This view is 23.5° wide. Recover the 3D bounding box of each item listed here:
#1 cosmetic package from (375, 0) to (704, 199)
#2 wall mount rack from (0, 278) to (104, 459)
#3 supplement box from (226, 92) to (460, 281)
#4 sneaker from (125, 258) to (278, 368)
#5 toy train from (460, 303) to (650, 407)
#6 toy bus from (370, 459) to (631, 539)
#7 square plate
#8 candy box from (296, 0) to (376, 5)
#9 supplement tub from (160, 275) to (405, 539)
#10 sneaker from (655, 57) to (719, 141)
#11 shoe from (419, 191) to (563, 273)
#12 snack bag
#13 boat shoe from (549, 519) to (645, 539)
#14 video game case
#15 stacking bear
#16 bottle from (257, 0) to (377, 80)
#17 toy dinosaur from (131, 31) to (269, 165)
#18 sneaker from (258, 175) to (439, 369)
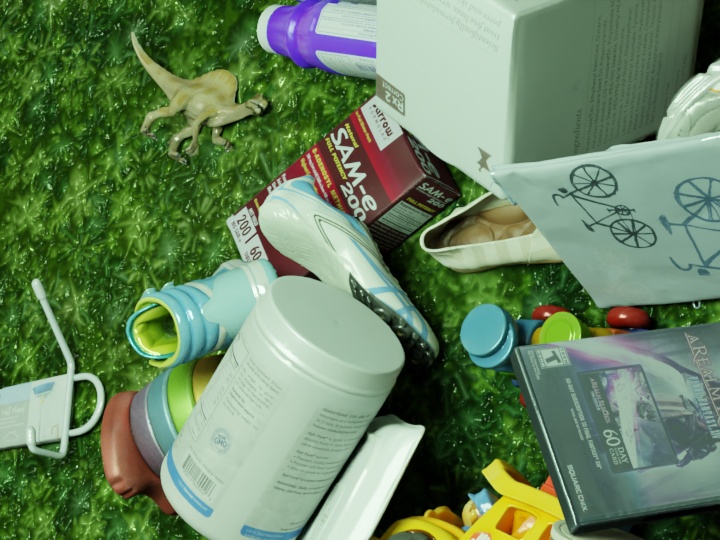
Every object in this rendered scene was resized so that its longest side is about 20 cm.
[{"bbox_3d":[0.138,-0.188,1.350,0.165,0.200,0.165,39,142,39],"label":"cosmetic package"},{"bbox_3d":[-0.350,0.110,1.750,0.200,0.075,0.174,-13,67,34],"label":"wall mount rack"},{"bbox_3d":[-0.018,-0.056,1.554,0.200,0.061,0.109,-39,56,21],"label":"supplement box"},{"bbox_3d":[-0.147,0.040,1.512,0.200,0.130,0.080,148,103,-73],"label":"sneaker"},{"bbox_3d":[0.182,0.061,1.317,0.200,0.116,0.085,0,75,39],"label":"toy train"},{"bbox_3d":[0.124,0.210,1.313,0.200,0.136,0.192,21,75,44],"label":"toy bus"},{"bbox_3d":[-0.018,0.203,1.390,0.198,0.028,0.200,-62,5,-5],"label":"square plate"},{"bbox_3d":[0.031,-0.334,1.601,0.200,0.077,0.169,0,76,37],"label":"candy box"},{"bbox_3d":[-0.065,0.120,1.413,0.132,0.132,0.200,50,118,38],"label":"supplement tub"},{"bbox_3d":[0.314,-0.127,1.309,0.200,0.076,0.092,-43,57,21],"label":"sneaker"},{"bbox_3d":[0.139,-0.040,1.428,0.200,0.053,0.070,-17,65,33],"label":"shoe"},{"bbox_3d":[0.221,-0.033,1.277,0.200,0.189,0.021,-7,51,37],"label":"snack bag"},{"bbox_3d":[0.214,0.237,1.200,0.073,0.200,0.063,-88,23,-74],"label":"boat shoe"},{"bbox_3d":[0.220,0.108,1.238,0.019,0.200,0.143,110,148,-55],"label":"video game case"},{"bbox_3d":[-0.119,0.126,1.545,0.200,0.121,0.114,-24,61,20],"label":"stacking bear"},{"bbox_3d":[-0.010,-0.212,1.587,0.200,0.083,0.065,15,87,41],"label":"bottle"},{"bbox_3d":[-0.170,-0.163,1.728,0.200,0.058,0.101,25,76,33],"label":"toy dinosaur"},{"bbox_3d":[0.000,0.000,1.470,0.072,0.200,0.072,-45,4,-34],"label":"sneaker"}]
